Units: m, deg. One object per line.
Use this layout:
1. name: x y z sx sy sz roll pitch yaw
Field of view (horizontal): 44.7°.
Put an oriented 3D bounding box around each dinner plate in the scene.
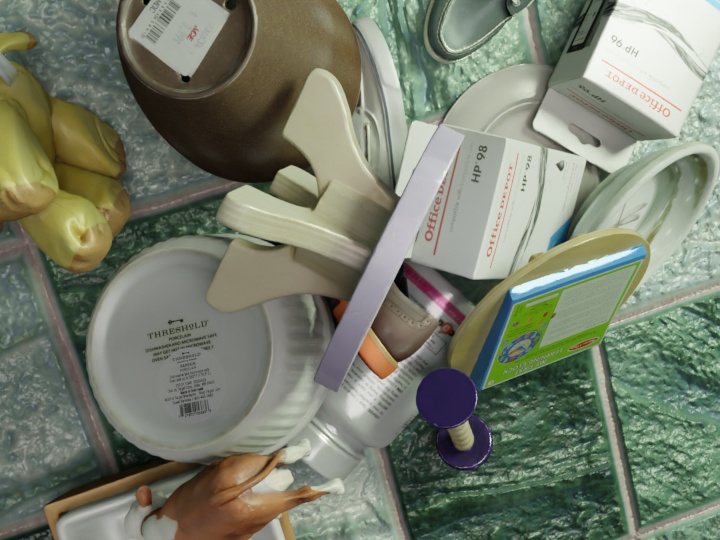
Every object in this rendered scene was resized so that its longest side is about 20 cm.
1. dinner plate: 0.165 -0.097 0.844 0.199 0.024 0.201 -2 101 -12

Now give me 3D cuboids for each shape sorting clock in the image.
1. shape sorting clock: 0.161 0.034 0.754 0.199 0.039 0.200 -22 144 -17

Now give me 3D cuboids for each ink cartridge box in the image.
1. ink cartridge box: 0.255 -0.198 0.807 0.116 0.068 0.201 26 87 -17
2. ink cartridge box: 0.109 -0.054 0.737 0.200 0.067 0.116 -1 106 -54

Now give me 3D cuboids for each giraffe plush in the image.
1. giraffe plush: -0.302 -0.076 0.686 0.162 0.173 0.200 -25 118 15

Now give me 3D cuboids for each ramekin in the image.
1. ramekin: -0.128 0.064 0.723 0.199 0.105 0.201 -1 84 13

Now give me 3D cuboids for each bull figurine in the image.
1. bull figurine: -0.104 0.181 0.685 0.121 0.200 0.065 -11 78 -35

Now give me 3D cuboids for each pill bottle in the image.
1. pill bottle: 0.014 0.088 0.800 0.113 0.113 0.200 42 90 -17

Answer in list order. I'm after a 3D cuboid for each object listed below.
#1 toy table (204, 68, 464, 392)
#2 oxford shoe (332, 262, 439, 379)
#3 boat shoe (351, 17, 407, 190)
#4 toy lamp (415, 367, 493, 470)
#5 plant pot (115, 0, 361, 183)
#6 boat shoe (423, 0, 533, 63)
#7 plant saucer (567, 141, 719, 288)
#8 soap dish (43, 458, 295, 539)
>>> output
1. toy table: -0.023 -0.028 0.611 0.117 0.184 0.201 28 94 2
2. oxford shoe: 0.000 0.000 0.748 0.072 0.200 0.071 -35 144 4
3. boat shoe: 0.001 -0.119 0.781 0.065 0.072 0.201 -14 112 -13
4. toy lamp: 0.090 0.143 0.802 0.058 0.200 0.058 -4 64 9
5. plant pot: -0.102 -0.162 0.651 0.186 0.200 0.188 0 94 6
6. boat shoe: 0.133 -0.269 0.780 0.073 0.062 0.200 42 90 -17
7. plant saucer: 0.250 -0.045 0.827 0.200 0.050 0.200 -30 147 -23
8. soap dish: -0.166 0.244 0.809 0.199 0.081 0.158 -18 105 -9
